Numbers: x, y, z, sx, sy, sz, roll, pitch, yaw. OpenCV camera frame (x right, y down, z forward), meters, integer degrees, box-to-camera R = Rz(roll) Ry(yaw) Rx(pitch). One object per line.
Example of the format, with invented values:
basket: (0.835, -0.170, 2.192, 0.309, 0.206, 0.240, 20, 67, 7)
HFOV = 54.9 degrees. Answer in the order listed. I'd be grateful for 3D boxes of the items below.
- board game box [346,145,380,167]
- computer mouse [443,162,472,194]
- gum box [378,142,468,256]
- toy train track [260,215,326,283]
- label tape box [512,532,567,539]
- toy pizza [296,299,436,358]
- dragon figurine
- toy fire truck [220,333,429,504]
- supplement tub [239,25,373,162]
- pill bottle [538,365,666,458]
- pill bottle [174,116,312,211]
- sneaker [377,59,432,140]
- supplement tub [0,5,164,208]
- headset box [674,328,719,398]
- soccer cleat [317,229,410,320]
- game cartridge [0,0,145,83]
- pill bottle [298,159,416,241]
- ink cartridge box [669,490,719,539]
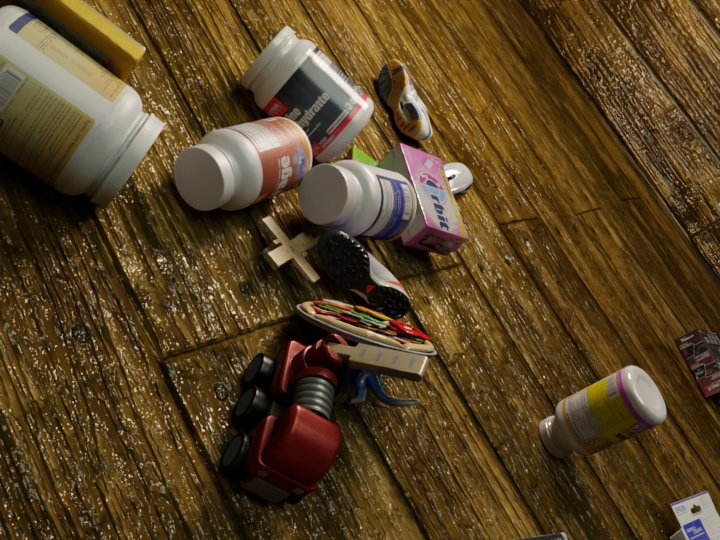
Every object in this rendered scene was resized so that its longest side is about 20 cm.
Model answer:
board game box: (0.055, -0.146, 1.303, 0.199, 0.030, 0.096, 29, 41, -25)
computer mouse: (0.197, -0.202, 1.502, 0.110, 0.044, 0.200, 54, 34, 6)
gum box: (0.116, -0.125, 1.273, 0.113, 0.066, 0.201, 12, 52, -40)
toy train track: (-0.093, -0.034, 1.026, 0.115, 0.033, 0.200, 51, 27, 0)
label tape box: (0.227, 0.439, 0.925, 0.199, 0.063, 0.145, 14, 48, -42)
toy pizza: (0.011, 0.071, 0.936, 0.199, 0.032, 0.200, 18, 3, -1)
dragon figurine: (0.006, 0.124, 0.895, 0.059, 0.200, 0.100, 10, 81, -24)
toy fire truck: (-0.037, 0.148, 0.768, 0.128, 0.200, 0.176, 34, 37, -22)
supplement tub: (-0.089, -0.295, 1.173, 0.200, 0.140, 0.141, 41, 35, -14)
pill bottle: (0.407, 0.250, 1.185, 0.104, 0.200, 0.105, 29, 40, -28)
pill bottle: (-0.163, -0.148, 0.978, 0.112, 0.112, 0.200, 52, 35, 2)
sneaker: (0.100, -0.371, 1.538, 0.088, 0.075, 0.201, 16, 53, -56)
supplement tub: (-0.337, -0.175, 0.773, 0.200, 0.144, 0.145, 36, 37, -21)
headset box: (0.989, 0.272, 1.946, 0.148, 0.075, 0.201, 11, 51, -43)
soccer cleat: (0.000, 0.000, 1.060, 0.200, 0.068, 0.073, 42, 12, -33)
game cartridge: (-0.367, -0.273, 0.809, 0.200, 0.176, 0.033, 34, 61, -23)
pill bottle: (-0.005, -0.110, 1.093, 0.200, 0.120, 0.120, 2, 56, -59)
ink cartridge box: (0.683, 0.552, 1.365, 0.197, 0.047, 0.201, 7, 52, -44)
